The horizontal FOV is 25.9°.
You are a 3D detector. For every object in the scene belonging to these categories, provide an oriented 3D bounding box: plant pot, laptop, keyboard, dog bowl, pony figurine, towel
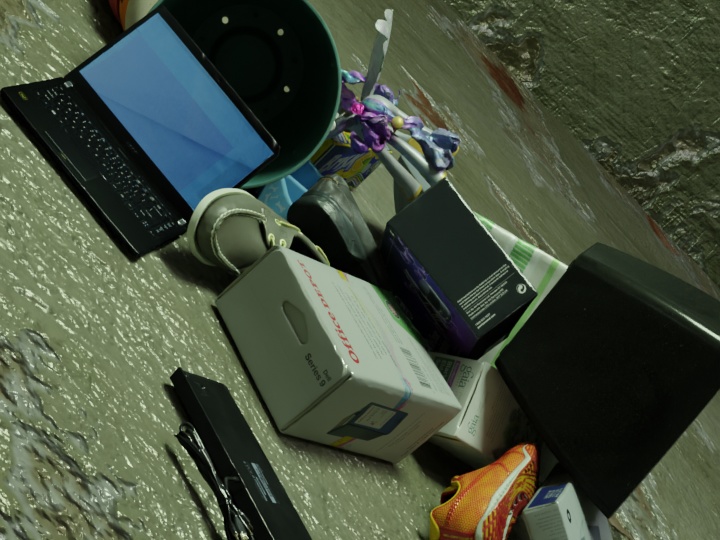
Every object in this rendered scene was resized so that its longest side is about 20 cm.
[{"bbox_3d":[-0.116,-0.191,1.517,0.201,0.200,0.161,47,9,-9],"label":"plant pot"},{"bbox_3d":[-0.182,-0.125,1.342,0.178,0.103,0.200,50,16,0],"label":"laptop"},{"bbox_3d":[-0.088,0.156,1.133,0.201,0.021,0.127,57,12,25],"label":"keyboard"},{"bbox_3d":[0.244,0.086,1.500,0.177,0.201,0.199,39,15,9],"label":"plant pot"},{"bbox_3d":[-0.069,-0.065,1.603,0.111,0.049,0.201,39,19,-32],"label":"dog bowl"},{"bbox_3d":[0.010,-0.164,1.651,0.199,0.167,0.193,37,-12,-8],"label":"pony figurine"},{"bbox_3d":[0.123,0.028,1.632,0.199,0.154,0.023,31,3,12],"label":"towel"}]

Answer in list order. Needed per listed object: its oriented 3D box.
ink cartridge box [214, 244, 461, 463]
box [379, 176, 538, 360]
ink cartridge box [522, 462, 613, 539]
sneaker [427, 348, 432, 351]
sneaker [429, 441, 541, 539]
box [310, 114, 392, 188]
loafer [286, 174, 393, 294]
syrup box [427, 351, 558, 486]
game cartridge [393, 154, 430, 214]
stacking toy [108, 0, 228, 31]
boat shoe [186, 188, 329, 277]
[{"bbox_3d":[-0.018,0.076,1.370,0.200,0.087,0.146,26,29,-57],"label":"ink cartridge box"},{"bbox_3d":[0.087,0.011,1.522,0.142,0.078,0.200,54,-11,10],"label":"box"},{"bbox_3d":[0.212,0.291,1.458,0.199,0.040,0.202,-22,97,-73],"label":"ink cartridge box"},{"bbox_3d":[0.097,0.059,1.732,0.075,0.087,0.200,49,-3,-17],"label":"sneaker"},{"bbox_3d":[0.118,0.200,1.435,0.200,0.076,0.074,-21,115,-63],"label":"sneaker"},{"bbox_3d":[-0.036,-0.143,1.821,0.064,0.070,0.200,51,16,13],"label":"box"},{"bbox_3d":[0.000,0.000,1.515,0.072,0.072,0.202,-53,130,-46],"label":"loafer"},{"bbox_3d":[0.136,0.159,1.554,0.081,0.079,0.199,8,-20,47],"label":"syrup box"},{"bbox_3d":[0.082,-0.052,1.829,0.134,0.040,0.201,55,-15,26],"label":"game cartridge"},{"bbox_3d":[-0.229,-0.306,1.637,0.200,0.147,0.146,38,7,36],"label":"stacking toy"},{"bbox_3d":[-0.085,-0.018,1.387,0.060,0.073,0.201,29,0,26],"label":"boat shoe"}]
